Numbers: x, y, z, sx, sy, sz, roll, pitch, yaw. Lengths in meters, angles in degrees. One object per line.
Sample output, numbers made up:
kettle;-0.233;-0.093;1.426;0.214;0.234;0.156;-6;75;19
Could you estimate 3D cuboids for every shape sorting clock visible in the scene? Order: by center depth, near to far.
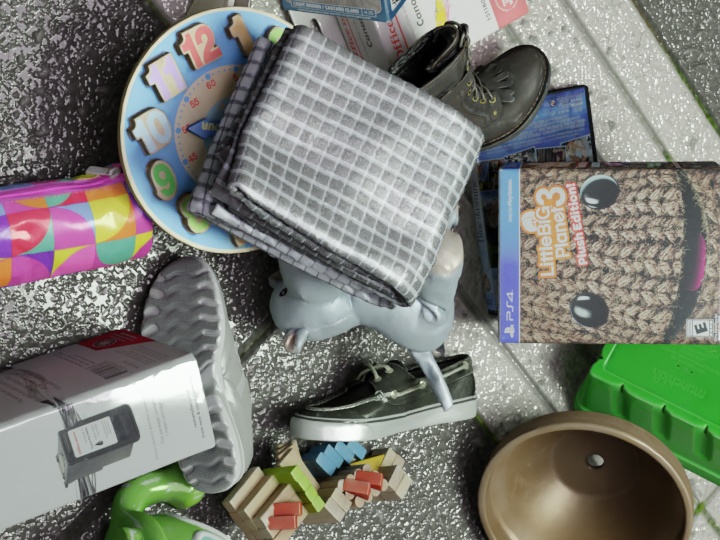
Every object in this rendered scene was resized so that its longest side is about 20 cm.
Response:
shape sorting clock;-0.101;-0.113;1.425;0.200;0.039;0.200;-2;95;-28

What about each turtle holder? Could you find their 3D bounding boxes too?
turtle holder;-0.160;0.264;1.474;0.132;0.186;0.141;6;124;-30

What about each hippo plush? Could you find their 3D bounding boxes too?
hippo plush;0.000;0.000;1.537;0.161;0.159;0.200;-1;131;-4

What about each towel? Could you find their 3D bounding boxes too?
towel;-0.015;-0.082;1.391;0.200;0.086;0.166;28;75;-19

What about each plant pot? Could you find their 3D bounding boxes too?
plant pot;0.217;0.204;1.675;0.201;0.201;0.093;60;26;-21

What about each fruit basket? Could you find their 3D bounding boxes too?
fruit basket;0.329;0.119;1.725;0.216;0.216;0.156;38;76;-28

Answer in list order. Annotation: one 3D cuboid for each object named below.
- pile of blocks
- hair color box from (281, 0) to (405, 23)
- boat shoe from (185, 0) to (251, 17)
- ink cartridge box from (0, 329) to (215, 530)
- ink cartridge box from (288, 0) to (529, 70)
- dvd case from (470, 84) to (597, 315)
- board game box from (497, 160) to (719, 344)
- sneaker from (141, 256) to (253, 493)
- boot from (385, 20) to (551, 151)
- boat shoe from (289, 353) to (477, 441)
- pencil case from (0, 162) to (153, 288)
pile of blocks;-0.026;0.183;1.546;0.200;0.062;0.082;-17;93;-45
hair color box;0.015;-0.288;1.476;0.200;0.100;0.061;-56;147;-42
boat shoe;-0.124;-0.147;1.475;0.060;0.072;0.200;16;85;-33
ink cartridge box;-0.240;0.122;1.393;0.200;0.145;0.083;-20;107;-27
ink cartridge box;0.041;-0.239;1.563;0.200;0.067;0.117;-32;111;-24
dvd case;0.170;-0.068;1.685;0.143;0.018;0.200;-14;101;-29
board game box;0.226;-0.018;1.599;0.200;0.097;0.160;0;96;7
sneaker;-0.135;0.088;1.506;0.075;0.082;0.200;-8;89;15
boot;0.090;-0.163;1.539;0.200;0.069;0.174;-42;157;-13
boat shoe;0.020;0.112;1.592;0.200;0.071;0.064;-8;100;-37
pencil case;-0.262;-0.035;1.401;0.200;0.088;0.088;-16;103;-29
